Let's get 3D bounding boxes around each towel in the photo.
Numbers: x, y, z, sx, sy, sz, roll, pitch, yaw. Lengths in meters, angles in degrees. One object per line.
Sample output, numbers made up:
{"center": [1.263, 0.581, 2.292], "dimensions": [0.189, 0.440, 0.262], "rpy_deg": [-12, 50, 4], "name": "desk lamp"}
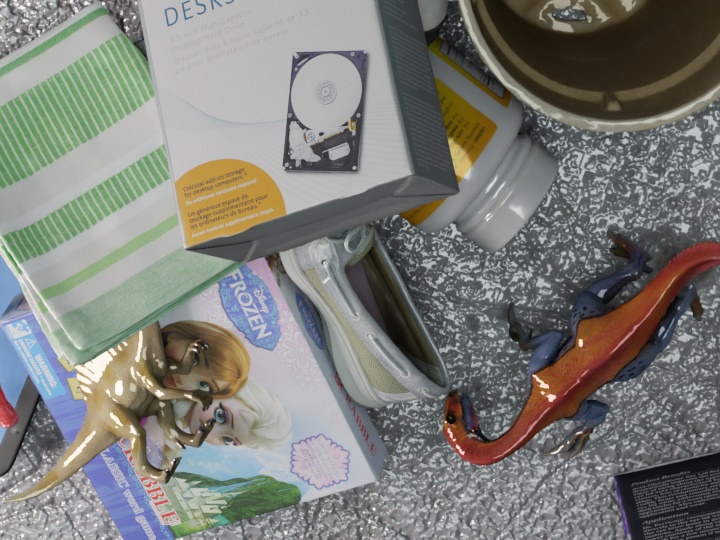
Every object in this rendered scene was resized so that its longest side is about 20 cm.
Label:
{"center": [-0.171, -0.057, 1.168], "dimensions": [0.152, 0.023, 0.201], "rpy_deg": [-33, 76, -10], "name": "towel"}

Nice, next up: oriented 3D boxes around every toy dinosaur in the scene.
{"center": [0.136, 0.054, 1.232], "dimensions": [0.105, 0.200, 0.181], "rpy_deg": [44, 68, 9], "name": "toy dinosaur"}
{"center": [-0.152, 0.091, 1.224], "dimensions": [0.101, 0.058, 0.201], "rpy_deg": [34, 114, 10], "name": "toy dinosaur"}

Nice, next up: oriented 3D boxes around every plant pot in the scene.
{"center": [0.148, -0.199, 1.150], "dimensions": [0.199, 0.184, 0.202], "rpy_deg": [-1, 103, -2], "name": "plant pot"}

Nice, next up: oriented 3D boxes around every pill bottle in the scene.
{"center": [0.030, -0.100, 1.215], "dimensions": [0.199, 0.109, 0.109], "rpy_deg": [36, 101, -8], "name": "pill bottle"}

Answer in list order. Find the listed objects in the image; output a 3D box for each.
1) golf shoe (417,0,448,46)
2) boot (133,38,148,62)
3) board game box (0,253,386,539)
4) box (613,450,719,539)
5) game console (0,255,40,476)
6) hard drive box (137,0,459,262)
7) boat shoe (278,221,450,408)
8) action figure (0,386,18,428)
{"center": [0.034, -0.241, 1.155], "dimensions": [0.077, 0.094, 0.202], "rpy_deg": [6, 72, -20], "name": "golf shoe"}
{"center": [-0.150, -0.063, 1.250], "dimensions": [0.199, 0.076, 0.169], "rpy_deg": [-22, 98, 4], "name": "boot"}
{"center": [-0.112, 0.079, 1.255], "dimensions": [0.198, 0.041, 0.201], "rpy_deg": [-19, 113, 19], "name": "board game box"}
{"center": [0.239, 0.222, 1.231], "dimensions": [0.103, 0.200, 0.149], "rpy_deg": [-13, 100, 5], "name": "box"}
{"center": [-0.303, 0.033, 1.257], "dimensions": [0.116, 0.175, 0.201], "rpy_deg": [30, 103, 32], "name": "game console"}
{"center": [-0.042, -0.123, 1.106], "dimensions": [0.155, 0.077, 0.202], "rpy_deg": [-18, 77, 22], "name": "hard drive box"}
{"center": [0.000, 0.002, 1.204], "dimensions": [0.064, 0.075, 0.203], "rpy_deg": [-6, 118, 28], "name": "boat shoe"}
{"center": [-0.269, 0.024, 1.203], "dimensions": [0.065, 0.099, 0.201], "rpy_deg": [-14, 112, -9], "name": "action figure"}
